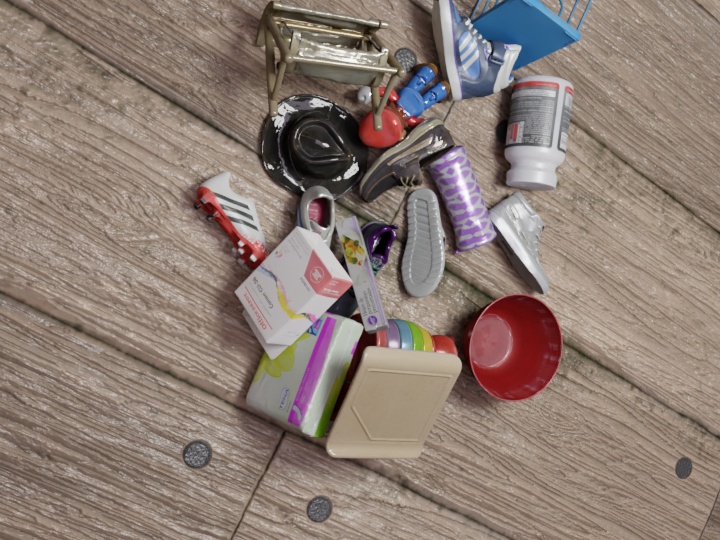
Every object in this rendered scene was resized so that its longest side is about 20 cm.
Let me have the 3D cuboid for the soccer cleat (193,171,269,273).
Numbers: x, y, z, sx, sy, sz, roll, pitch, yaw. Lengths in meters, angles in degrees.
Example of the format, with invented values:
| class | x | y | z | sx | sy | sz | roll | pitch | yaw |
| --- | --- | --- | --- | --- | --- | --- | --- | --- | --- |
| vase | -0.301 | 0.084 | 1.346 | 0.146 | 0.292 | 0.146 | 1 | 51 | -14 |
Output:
| class | x | y | z | sx | sy | sz | roll | pitch | yaw |
| --- | --- | --- | --- | --- | --- | --- | --- | --- | --- |
| soccer cleat | -0.194 | -0.075 | 1.260 | 0.200 | 0.069 | 0.085 | 51 | 61 | -17 |

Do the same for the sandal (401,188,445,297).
| class | x | y | z | sx | sy | sz | roll | pitch | yaw |
| --- | --- | --- | --- | --- | --- | --- | --- | --- | --- |
| sandal | 0.124 | -0.050 | 1.387 | 0.050 | 0.082 | 0.203 | 7 | 87 | -64 |

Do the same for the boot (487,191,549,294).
| class | x | y | z | sx | sy | sz | roll | pitch | yaw |
| --- | --- | --- | --- | --- | --- | --- | --- | --- | --- |
| boot | 0.331 | -0.056 | 1.454 | 0.096 | 0.074 | 0.200 | -38 | 103 | -9 |

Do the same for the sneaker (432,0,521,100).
| class | x | y | z | sx | sy | sz | roll | pitch | yaw |
| --- | --- | --- | --- | --- | --- | --- | --- | --- | --- |
| sneaker | 0.218 | -0.419 | 1.370 | 0.146 | 0.081 | 0.200 | -15 | 117 | -2 |

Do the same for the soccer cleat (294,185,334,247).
| class | x | y | z | sx | sy | sz | roll | pitch | yaw |
| --- | --- | --- | --- | --- | --- | --- | --- | --- | --- |
| soccer cleat | -0.085 | -0.046 | 1.282 | 0.070 | 0.086 | 0.201 | 4 | 98 | -21 |

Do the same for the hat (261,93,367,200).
| class | x | y | z | sx | sy | sz | roll | pitch | yaw |
| --- | --- | --- | --- | --- | --- | --- | --- | --- | --- |
| hat | -0.068 | -0.216 | 1.294 | 0.200 | 0.081 | 0.201 | 0 | 91 | -22 |

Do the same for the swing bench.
| class | x | y | z | sx | sy | sz | roll | pitch | yaw |
| --- | --- | --- | --- | --- | --- | --- | --- | --- | --- |
| swing bench | -0.055 | -0.352 | 1.228 | 0.198 | 0.130 | 0.200 | 2 | 53 | -21 |

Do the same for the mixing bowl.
| class | x | y | z | sx | sy | sz | roll | pitch | yaw |
| --- | --- | --- | --- | --- | --- | --- | --- | --- | --- |
| mixing bowl | 0.270 | 0.139 | 1.419 | 0.200 | 0.108 | 0.201 | -1 | 93 | -21 |

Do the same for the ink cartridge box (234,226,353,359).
| class | x | y | z | sx | sy | sz | roll | pitch | yaw |
| --- | --- | --- | --- | --- | --- | --- | --- | --- | --- |
| ink cartridge box | -0.124 | 0.041 | 1.220 | 0.200 | 0.117 | 0.067 | -45 | 152 | 17 |

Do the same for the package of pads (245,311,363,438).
| class | x | y | z | sx | sy | sz | roll | pitch | yaw |
| --- | --- | --- | --- | --- | --- | --- | --- | --- | --- |
| package of pads | -0.098 | 0.160 | 1.256 | 0.068 | 0.154 | 0.200 | 28 | 80 | -48 |

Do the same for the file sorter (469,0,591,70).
| class | x | y | z | sx | sy | sz | roll | pitch | yaw |
| --- | --- | --- | --- | --- | --- | --- | --- | --- | --- |
| file sorter | 0.308 | -0.479 | 1.368 | 0.139 | 0.200 | 0.123 | 28 | 79 | -19 |

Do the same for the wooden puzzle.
| class | x | y | z | sx | sy | sz | roll | pitch | yaw |
| --- | --- | --- | --- | --- | --- | --- | --- | --- | --- |
| wooden puzzle | 0.051 | 0.214 | 1.204 | 0.185 | 0.037 | 0.200 | 8 | 113 | -29 |

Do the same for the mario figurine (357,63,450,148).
| class | x | y | z | sx | sy | sz | roll | pitch | yaw |
| --- | --- | --- | --- | --- | --- | --- | --- | --- | --- |
| mario figurine | 0.065 | -0.292 | 1.360 | 0.123 | 0.106 | 0.200 | 37 | 63 | 20 |

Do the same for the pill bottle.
| class | x | y | z | sx | sy | sz | roll | pitch | yaw |
| --- | --- | --- | --- | --- | --- | --- | --- | --- | --- |
| pill bottle | 0.338 | -0.260 | 1.429 | 0.116 | 0.116 | 0.201 | 9 | 89 | -21 |

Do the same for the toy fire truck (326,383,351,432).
| class | x | y | z | sx | sy | sz | roll | pitch | yaw |
| --- | --- | --- | --- | --- | --- | --- | --- | --- | --- |
| toy fire truck | 0.034 | 0.230 | 1.285 | 0.200 | 0.168 | 0.112 | -1 | 53 | -21 |

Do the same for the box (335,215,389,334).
| class | x | y | z | sx | sy | sz | roll | pitch | yaw |
| --- | --- | --- | --- | --- | --- | --- | --- | --- | --- |
| box | 0.002 | 0.007 | 1.270 | 0.039 | 0.041 | 0.200 | -18 | 76 | 6 |

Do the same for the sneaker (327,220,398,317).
| class | x | y | z | sx | sy | sz | roll | pitch | yaw |
| --- | --- | --- | --- | --- | --- | --- | --- | --- | --- |
| sneaker | 0.000 | 0.000 | 1.323 | 0.074 | 0.088 | 0.200 | 28 | 82 | -19 |

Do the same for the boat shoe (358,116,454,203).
| class | x | y | z | sx | sy | sz | roll | pitch | yaw |
| --- | --- | --- | --- | --- | --- | --- | --- | --- | --- |
| boat shoe | 0.082 | -0.185 | 1.326 | 0.200 | 0.074 | 0.073 | -42 | 74 | 9 |

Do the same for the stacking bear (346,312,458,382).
| class | x | y | z | sx | sy | sz | roll | pitch | yaw |
| --- | --- | --- | --- | --- | --- | --- | --- | --- | --- |
| stacking bear | 0.087 | 0.146 | 1.350 | 0.200 | 0.114 | 0.122 | 11 | 69 | -29 |

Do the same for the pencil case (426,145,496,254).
| class | x | y | z | sx | sy | sz | roll | pitch | yaw |
| --- | --- | --- | --- | --- | --- | --- | --- | --- | --- |
| pencil case | 0.184 | -0.135 | 1.395 | 0.085 | 0.084 | 0.200 | -20 | 98 | 19 |
